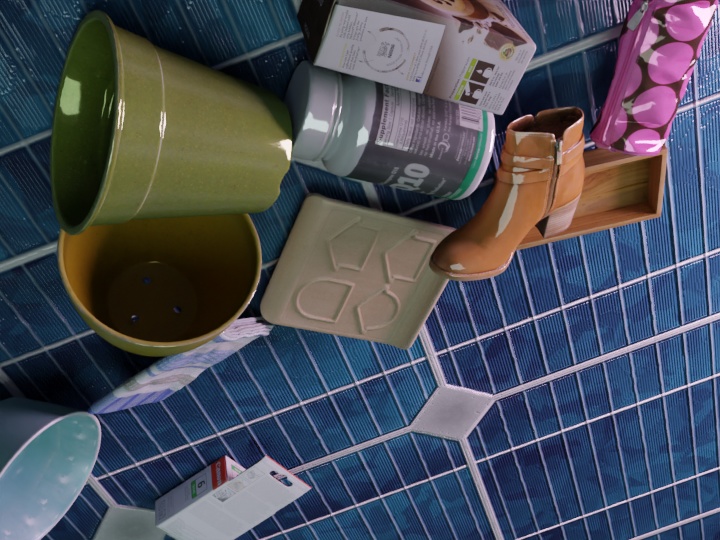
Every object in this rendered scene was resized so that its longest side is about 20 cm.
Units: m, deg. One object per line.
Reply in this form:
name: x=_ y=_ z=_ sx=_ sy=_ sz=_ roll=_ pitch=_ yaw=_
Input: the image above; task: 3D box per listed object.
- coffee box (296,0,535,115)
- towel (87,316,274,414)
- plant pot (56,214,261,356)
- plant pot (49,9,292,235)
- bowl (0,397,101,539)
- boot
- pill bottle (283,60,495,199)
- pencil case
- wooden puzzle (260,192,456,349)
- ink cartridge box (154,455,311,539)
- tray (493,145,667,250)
coffee box: x=0.050 y=-0.229 z=0.868 sx=0.199 sy=0.113 sz=0.080 roll=10 pitch=125 yaw=-22
towel: x=-0.209 y=0.113 z=1.083 sx=0.200 sy=0.024 sz=0.147 roll=-32 pitch=170 yaw=14
plant pot: x=-0.216 y=0.011 z=0.964 sx=0.199 sy=0.201 sz=0.142 roll=3 pitch=154 yaw=-17
plant pot: x=-0.174 y=-0.125 z=0.867 sx=0.189 sy=0.200 sz=0.200 roll=5 pitch=128 yaw=-34
bowl: x=-0.419 y=0.233 z=1.094 sx=0.105 sy=0.201 sz=0.201 roll=28 pitch=127 yaw=16
boot: x=0.156 y=-0.085 z=0.975 sx=0.200 sy=0.074 sz=0.155 roll=-29 pitch=141 yaw=-22
pill bottle: x=0.026 y=-0.144 z=0.930 sx=0.199 sy=0.113 sz=0.113 roll=10 pitch=125 yaw=-21
pencil case: x=0.302 y=-0.214 z=0.962 sx=0.094 sy=0.091 sz=0.201 roll=-29 pitch=138 yaw=-38
wooden puzzle: x=0.000 y=0.000 z=1.089 sx=0.199 sy=0.046 sz=0.186 roll=15 pitch=123 yaw=-19
ink cartridge box: x=-0.181 y=0.320 z=1.295 sx=0.200 sy=0.050 sz=0.109 roll=-35 pitch=128 yaw=13
tray: x=0.259 y=-0.090 z=1.084 sx=0.199 sy=0.037 sz=0.099 roll=-13 pitch=130 yaw=-4
